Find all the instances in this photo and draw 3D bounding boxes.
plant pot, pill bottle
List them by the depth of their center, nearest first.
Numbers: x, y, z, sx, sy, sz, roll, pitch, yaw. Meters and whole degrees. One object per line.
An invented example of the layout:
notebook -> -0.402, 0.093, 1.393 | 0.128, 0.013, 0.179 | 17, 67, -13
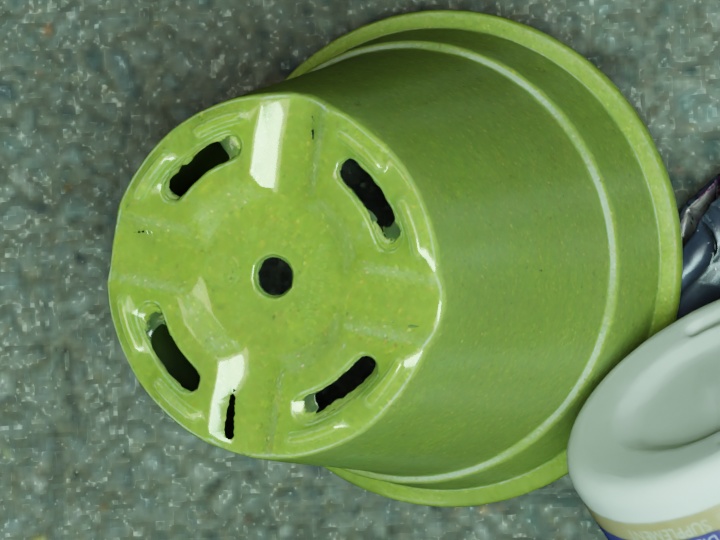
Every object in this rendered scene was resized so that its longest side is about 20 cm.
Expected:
plant pot -> 0.000, 0.000, 0.878 | 0.199, 0.190, 0.201 | 1, 93, 21
pill bottle -> 0.173, 0.116, 0.880 | 0.119, 0.120, 0.200 | -34, 110, 2

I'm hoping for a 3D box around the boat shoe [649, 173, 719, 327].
boat shoe -> 0.195, -0.026, 0.948 | 0.093, 0.075, 0.200 | 42, 93, -5
